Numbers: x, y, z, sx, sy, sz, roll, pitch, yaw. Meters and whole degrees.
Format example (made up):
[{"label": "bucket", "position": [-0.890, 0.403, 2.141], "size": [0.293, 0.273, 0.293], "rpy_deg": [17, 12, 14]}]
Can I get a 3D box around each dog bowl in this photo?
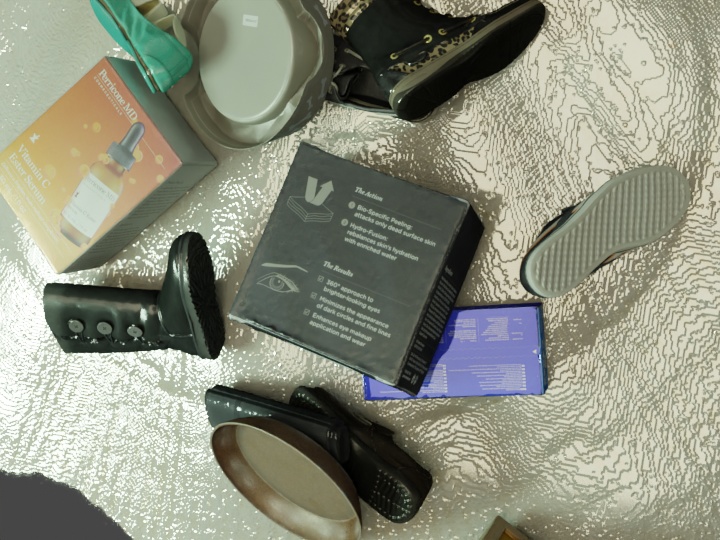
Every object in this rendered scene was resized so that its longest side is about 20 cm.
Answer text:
[{"label": "dog bowl", "position": [-0.110, -0.232, 1.339], "size": [0.198, 0.058, 0.203], "rpy_deg": [4, 96, 38]}]

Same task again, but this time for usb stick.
[{"label": "usb stick", "position": [-0.095, 0.170, 1.377], "size": [0.198, 0.032, 0.056], "rpy_deg": [11, 112, 36]}]

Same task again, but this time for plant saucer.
[{"label": "plant saucer", "position": [-0.075, 0.226, 1.359], "size": [0.199, 0.201, 0.035], "rpy_deg": [33, 58, 10]}]

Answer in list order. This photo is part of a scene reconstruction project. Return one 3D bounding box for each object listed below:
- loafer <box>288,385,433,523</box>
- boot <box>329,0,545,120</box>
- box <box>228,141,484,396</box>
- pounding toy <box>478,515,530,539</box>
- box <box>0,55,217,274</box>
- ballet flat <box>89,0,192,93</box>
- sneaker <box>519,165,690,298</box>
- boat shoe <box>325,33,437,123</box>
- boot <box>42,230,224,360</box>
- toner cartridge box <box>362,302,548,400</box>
[{"label": "loafer", "position": [0.000, 0.199, 1.377], "size": [0.200, 0.071, 0.073], "rpy_deg": [41, 124, 23]}, {"label": "boot", "position": [0.078, -0.259, 1.302], "size": [0.199, 0.073, 0.151], "rpy_deg": [-35, 63, -11]}, {"label": "box", "position": [0.000, 0.000, 1.299], "size": [0.195, 0.117, 0.202], "rpy_deg": [21, 85, 18]}, {"label": "pounding toy", "position": [0.190, 0.360, 1.289], "size": [0.199, 0.184, 0.143], "rpy_deg": [36, 114, 10]}, {"label": "box", "position": [-0.292, -0.118, 1.404], "size": [0.200, 0.106, 0.153], "rpy_deg": [-39, 84, 15]}, {"label": "ballet flat", "position": [-0.236, -0.263, 1.377], "size": [0.070, 0.068, 0.200], "rpy_deg": [-32, 47, -9]}, {"label": "sneaker", "position": [0.245, -0.042, 1.288], "size": [0.199, 0.079, 0.079], "rpy_deg": [-31, 93, -9]}, {"label": "boat shoe", "position": [-0.011, -0.212, 1.343], "size": [0.198, 0.063, 0.073], "rpy_deg": [21, 100, 13]}, {"label": "boot", "position": [-0.264, 0.026, 1.406], "size": [0.198, 0.066, 0.166], "rpy_deg": [5, 123, 16]}, {"label": "toner cartridge box", "position": [0.100, 0.088, 1.348], "size": [0.198, 0.043, 0.096], "rpy_deg": [-3, 95, 16]}]
